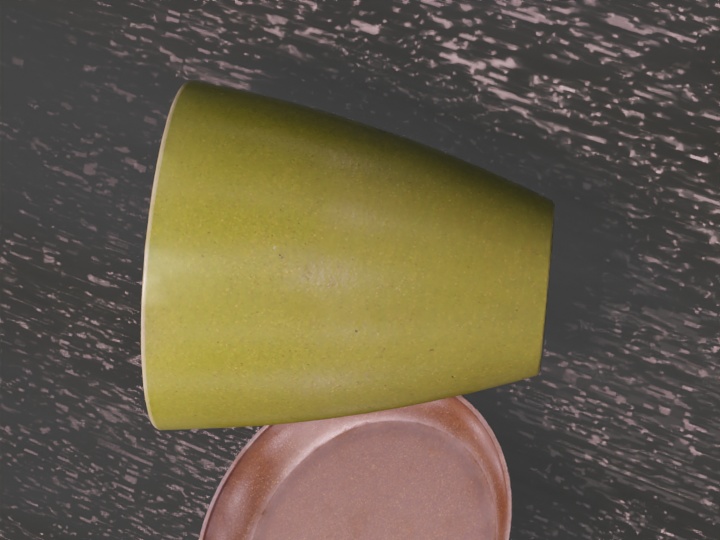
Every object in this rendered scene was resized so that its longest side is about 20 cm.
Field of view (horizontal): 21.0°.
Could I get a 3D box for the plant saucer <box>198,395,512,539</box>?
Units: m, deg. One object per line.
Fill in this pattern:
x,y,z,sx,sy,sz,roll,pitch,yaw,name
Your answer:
-0.001,0.152,1.080,0.200,0.032,0.201,-16,55,25,plant saucer

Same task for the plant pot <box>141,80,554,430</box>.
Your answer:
0.000,0.000,1.033,0.199,0.187,0.188,5,105,4,plant pot
